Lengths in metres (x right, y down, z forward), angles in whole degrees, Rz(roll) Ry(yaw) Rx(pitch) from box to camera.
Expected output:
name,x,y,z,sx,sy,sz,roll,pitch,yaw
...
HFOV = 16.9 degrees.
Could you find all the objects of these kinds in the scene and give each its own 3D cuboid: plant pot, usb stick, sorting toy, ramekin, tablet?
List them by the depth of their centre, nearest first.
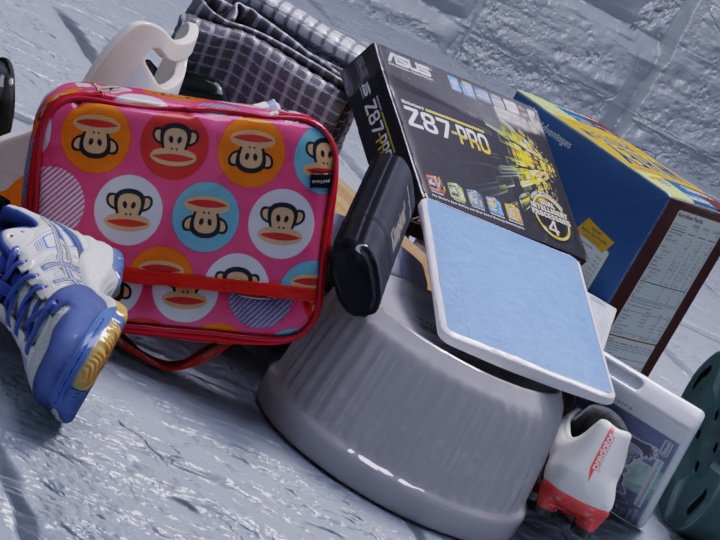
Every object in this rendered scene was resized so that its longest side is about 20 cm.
name,x,y,z,sx,sy,sz,roll,pitch,yaw
usb stick,0.010,-0.027,1.603,0.033,0.056,0.200,-12,18,12
ramekin,0.042,0.085,1.620,0.200,0.105,0.200,29,12,-7
tablet,0.103,0.019,1.649,0.130,0.014,0.200,21,25,-14
sorting toy,-0.173,-0.094,1.668,0.107,0.180,0.200,31,12,10
plant pot,0.348,0.158,1.875,0.196,0.201,0.200,19,14,-13

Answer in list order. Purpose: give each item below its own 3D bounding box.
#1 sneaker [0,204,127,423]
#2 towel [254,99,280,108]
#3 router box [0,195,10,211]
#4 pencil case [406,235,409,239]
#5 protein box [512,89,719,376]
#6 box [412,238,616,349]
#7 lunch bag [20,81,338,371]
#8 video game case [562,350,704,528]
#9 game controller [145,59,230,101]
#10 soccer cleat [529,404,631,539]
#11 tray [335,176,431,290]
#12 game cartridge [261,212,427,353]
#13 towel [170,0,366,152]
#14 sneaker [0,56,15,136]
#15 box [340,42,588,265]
name,x,y,z,sx,sy,sz,roll,pitch,yaw
sneaker,-0.187,0.022,1.393,0.088,0.075,0.200,30,11,-16
towel,-0.094,-0.055,1.838,0.200,0.024,0.147,-14,79,-56
router box,-0.323,-0.056,1.464,0.200,0.051,0.149,29,13,-2
pencil case,-0.060,-0.039,1.959,0.200,0.083,0.086,23,-16,-30
protein box,0.193,-0.020,2.184,0.198,0.200,0.135,38,14,34
box,0.111,0.040,1.993,0.176,0.097,0.200,30,12,3
lunch bag,-0.119,-0.024,1.541,0.199,0.177,0.082,6,9,-11
video game case,0.147,0.100,1.747,0.182,0.023,0.200,32,-23,10
game controller,-0.166,-0.102,1.883,0.104,0.042,0.200,17,35,-1
soccer cleat,0.152,0.132,1.694,0.069,0.085,0.200,29,1,-1
tray,0.000,0.000,1.802,0.200,0.037,0.099,41,-32,-23
game cartridge,-0.055,0.004,1.678,0.200,0.133,0.041,19,47,-40
towel,-0.094,-0.135,2.020,0.165,0.200,0.086,32,47,6
sneaker,-0.306,-0.118,1.694,0.088,0.074,0.200,5,1,-32
box,0.084,-0.083,1.949,0.200,0.049,0.161,19,42,-41
